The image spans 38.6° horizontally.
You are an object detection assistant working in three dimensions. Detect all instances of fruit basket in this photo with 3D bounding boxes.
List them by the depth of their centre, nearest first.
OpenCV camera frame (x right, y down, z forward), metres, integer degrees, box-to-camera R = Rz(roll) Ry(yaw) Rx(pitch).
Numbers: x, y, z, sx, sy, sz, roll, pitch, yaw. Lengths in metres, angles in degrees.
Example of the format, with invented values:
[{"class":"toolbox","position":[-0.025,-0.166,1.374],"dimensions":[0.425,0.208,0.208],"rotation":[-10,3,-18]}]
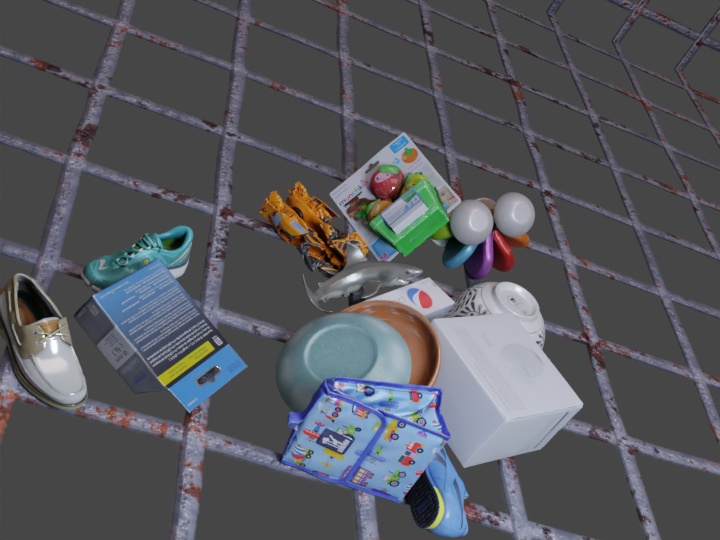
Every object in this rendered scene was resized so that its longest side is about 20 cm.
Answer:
[{"class":"fruit basket","position":[0.058,-0.134,1.865],"dimensions":[0.200,0.185,0.094],"rotation":[54,7,26]}]

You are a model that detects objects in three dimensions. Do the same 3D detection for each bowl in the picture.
[{"class":"bowl","position":[0.251,0.082,1.799],"dimensions":[0.200,0.094,0.201],"rotation":[19,36,-15]}]

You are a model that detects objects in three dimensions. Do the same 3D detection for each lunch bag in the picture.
[{"class":"lunch bag","position":[-0.005,0.216,1.388],"dimensions":[0.200,0.151,0.094],"rotation":[16,37,-20]}]

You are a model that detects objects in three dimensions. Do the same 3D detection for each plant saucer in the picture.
[{"class":"plant saucer","position":[-0.027,0.131,1.490],"dimensions":[0.201,0.039,0.201],"rotation":[-4,51,5]},{"class":"plant saucer","position":[0.022,0.137,1.533],"dimensions":[0.200,0.037,0.200],"rotation":[-5,54,7]}]

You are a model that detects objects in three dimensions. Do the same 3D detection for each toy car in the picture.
[{"class":"toy car","position":[0.225,-0.061,1.923],"dimensions":[0.200,0.175,0.150],"rotation":[-11,93,-21]}]

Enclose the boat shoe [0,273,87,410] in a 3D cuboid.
[{"class":"boat shoe","position":[-0.410,0.089,1.317],"dimensions":[0.075,0.068,0.200],"rotation":[-16,55,-46]}]

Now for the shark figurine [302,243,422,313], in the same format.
[{"class":"shark figurine","position":[-0.022,0.004,1.675],"dimensions":[0.214,0.090,0.128],"rotation":[-15,9,-30]}]

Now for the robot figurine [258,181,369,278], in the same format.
[{"class":"robot figurine","position":[-0.072,-0.065,1.772],"dimensions":[0.200,0.058,0.145],"rotation":[41,37,15]}]

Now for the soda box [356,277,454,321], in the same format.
[{"class":"soda box","position":[0.064,0.075,1.696],"dimensions":[0.068,0.064,0.200],"rotation":[46,37,21]}]

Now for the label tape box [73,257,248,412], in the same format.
[{"class":"label tape box","position":[-0.271,0.098,1.404],"dimensions":[0.200,0.063,0.144],"rotation":[51,36,1]}]

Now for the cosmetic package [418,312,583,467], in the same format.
[{"class":"cosmetic package","position":[0.198,0.180,1.598],"dimensions":[0.200,0.123,0.199],"rotation":[0,46,-46]}]

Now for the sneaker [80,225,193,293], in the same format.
[{"class":"sneaker","position":[-0.326,-0.021,1.509],"dimensions":[0.077,0.080,0.200],"rotation":[42,37,16]}]

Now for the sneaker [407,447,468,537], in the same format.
[{"class":"sneaker","position":[0.106,0.291,1.462],"dimensions":[0.078,0.066,0.200],"rotation":[24,34,-30]}]
